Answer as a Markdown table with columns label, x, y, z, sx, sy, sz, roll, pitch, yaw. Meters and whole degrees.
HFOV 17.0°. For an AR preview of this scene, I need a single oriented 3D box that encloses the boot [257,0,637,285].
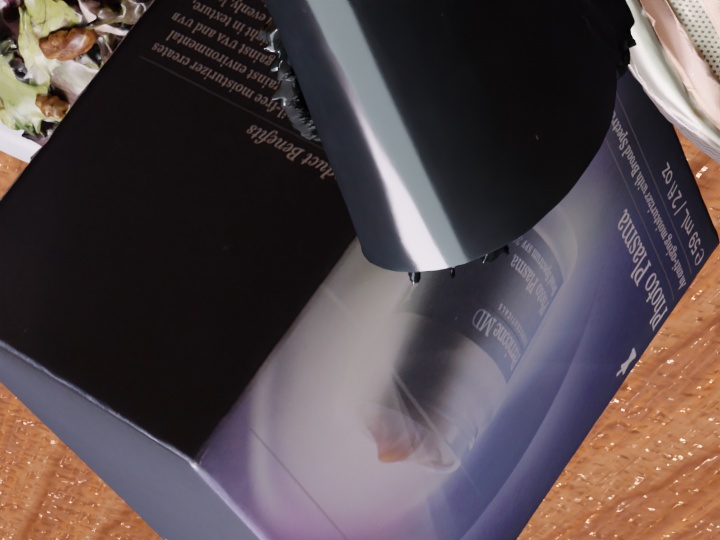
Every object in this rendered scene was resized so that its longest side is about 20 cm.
| label | x | y | z | sx | sy | sz | roll | pitch | yaw |
| --- | --- | --- | --- | --- | --- | --- | --- | --- | --- |
| boot | 0.005 | -0.117 | 0.520 | 0.076 | 0.201 | 0.168 | -10 | 133 | 24 |

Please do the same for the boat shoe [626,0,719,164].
| label | x | y | z | sx | sy | sz | roll | pitch | yaw |
| --- | --- | --- | --- | --- | --- | --- | --- | --- | --- |
| boat shoe | 0.097 | -0.089 | 0.601 | 0.072 | 0.076 | 0.200 | -19 | 129 | 43 |

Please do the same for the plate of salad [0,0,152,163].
| label | x | y | z | sx | sy | sz | roll | pitch | yaw |
| --- | --- | --- | --- | --- | --- | --- | --- | --- | --- |
| plate of salad | -0.090 | -0.065 | 0.891 | 0.199 | 0.048 | 0.200 | 11 | 155 | 5 |

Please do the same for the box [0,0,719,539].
| label | x | y | z | sx | sy | sz | roll | pitch | yaw |
| --- | --- | --- | --- | --- | --- | --- | --- | --- | --- |
| box | 0.000 | 0.000 | 0.772 | 0.123 | 0.199 | 0.200 | 29 | 166 | 32 |
